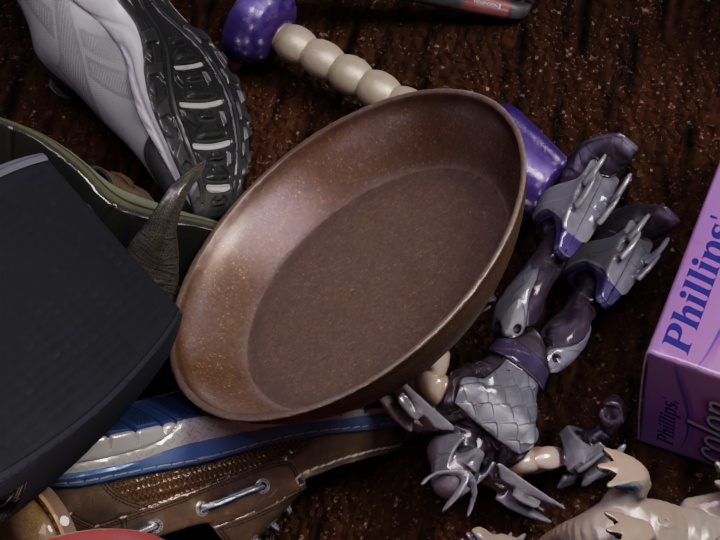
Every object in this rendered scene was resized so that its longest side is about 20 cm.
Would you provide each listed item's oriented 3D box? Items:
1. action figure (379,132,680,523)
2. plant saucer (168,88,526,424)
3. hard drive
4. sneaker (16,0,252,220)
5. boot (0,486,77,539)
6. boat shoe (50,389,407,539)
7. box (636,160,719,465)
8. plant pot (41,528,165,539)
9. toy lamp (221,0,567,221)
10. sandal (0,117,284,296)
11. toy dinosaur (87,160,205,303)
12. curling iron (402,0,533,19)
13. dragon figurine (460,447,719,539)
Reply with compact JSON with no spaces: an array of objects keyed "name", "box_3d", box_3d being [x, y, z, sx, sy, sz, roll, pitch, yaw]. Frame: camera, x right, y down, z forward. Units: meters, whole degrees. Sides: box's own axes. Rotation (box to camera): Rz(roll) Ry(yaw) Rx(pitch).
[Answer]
[{"name":"action figure","box_3d":[0.083,0.033,1.222,0.069,0.130,0.201,-9,44,53]},{"name":"plant saucer","box_3d":[0.000,0.000,1.189,0.199,0.037,0.201,-26,37,21]},{"name":"hard drive","box_3d":[-0.163,0.028,1.111,0.135,0.042,0.200,49,36,-1]},{"name":"sneaker","box_3d":[-0.125,-0.107,1.342,0.074,0.079,0.201,-7,62,-53]},{"name":"boot","box_3d":[-0.208,0.120,1.168,0.199,0.074,0.075,10,27,41]},{"name":"boat shoe","box_3d":[-0.067,0.095,1.211,0.199,0.073,0.072,-7,15,-22]},{"name":"box","box_3d":[0.256,0.019,1.221,0.199,0.097,0.177,18,63,14]},{"name":"plant pot","box_3d":[-0.106,0.222,1.084,0.199,0.201,0.178,-22,53,-9]},{"name":"toy lamp","box_3d":[0.021,-0.088,1.322,0.199,0.058,0.058,33,67,21]},{"name":"sandal","box_3d":[-0.128,-0.014,1.290,0.200,0.057,0.080,25,102,-1]},{"name":"toy dinosaur","box_3d":[-0.139,0.030,1.238,0.200,0.102,0.077,-51,27,-16]},{"name":"curling iron","box_3d":[0.005,-0.165,1.359,0.198,0.026,0.050,3,64,-11]},{"name":"dragon figurine","box_3d":[0.141,0.133,1.184,0.198,0.100,0.059,4,57,-16]}]
